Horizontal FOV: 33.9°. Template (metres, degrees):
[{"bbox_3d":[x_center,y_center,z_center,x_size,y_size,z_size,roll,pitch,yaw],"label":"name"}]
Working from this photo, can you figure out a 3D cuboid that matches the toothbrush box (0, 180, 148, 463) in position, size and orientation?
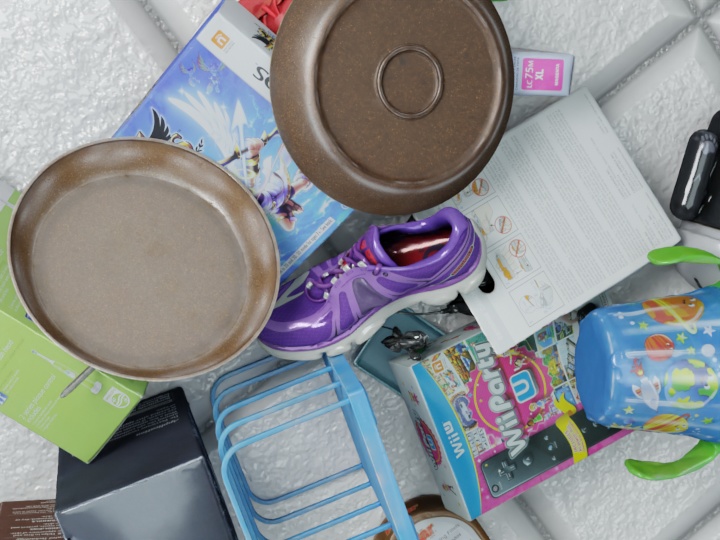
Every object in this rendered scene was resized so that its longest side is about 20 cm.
[{"bbox_3d":[-0.255,0.029,0.908,0.199,0.146,0.086,35,116,-17],"label":"toothbrush box"}]

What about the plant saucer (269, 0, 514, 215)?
[{"bbox_3d":[0.031,-0.140,0.879,0.198,0.034,0.202,-3,99,-18],"label":"plant saucer"}]

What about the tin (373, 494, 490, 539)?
[{"bbox_3d":[0.091,0.300,1.099,0.112,0.042,0.201,-38,105,-9],"label":"tin"}]

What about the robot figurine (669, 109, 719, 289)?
[{"bbox_3d":[0.353,-0.069,1.057,0.149,0.125,0.202,20,95,8],"label":"robot figurine"}]

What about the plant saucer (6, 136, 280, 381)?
[{"bbox_3d":[-0.158,-0.007,0.869,0.198,0.032,0.202,9,60,-16],"label":"plant saucer"}]

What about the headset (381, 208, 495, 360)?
[{"bbox_3d":[0.090,-0.007,1.015,0.124,0.094,0.200,46,74,-11],"label":"headset"}]

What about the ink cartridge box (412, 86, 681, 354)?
[{"bbox_3d":[0.153,-0.041,1.015,0.199,0.050,0.163,-30,85,-12],"label":"ink cartridge box"}]

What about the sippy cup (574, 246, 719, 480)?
[{"bbox_3d":[0.253,0.080,0.991,0.129,0.140,0.180,-1,72,-9],"label":"sippy cup"}]

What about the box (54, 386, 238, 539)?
[{"bbox_3d":[-0.156,0.224,0.944,0.116,0.200,0.198,-20,104,-9],"label":"box"}]

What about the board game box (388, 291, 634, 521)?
[{"bbox_3d":[0.144,0.108,1.048,0.199,0.064,0.149,-24,98,-16],"label":"board game box"}]

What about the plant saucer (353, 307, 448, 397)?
[{"bbox_3d":[0.089,0.106,1.076,0.199,0.019,0.070,34,90,-15],"label":"plant saucer"}]

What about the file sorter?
[{"bbox_3d":[-0.046,0.151,0.960,0.122,0.200,0.140,-20,103,-5],"label":"file sorter"}]

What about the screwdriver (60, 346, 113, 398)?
[{"bbox_3d":[-0.162,0.040,0.884,0.029,0.200,0.028,6,120,17],"label":"screwdriver"}]

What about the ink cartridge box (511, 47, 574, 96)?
[{"bbox_3d":[0.060,-0.167,0.972,0.198,0.119,0.042,2,102,-14],"label":"ink cartridge box"}]

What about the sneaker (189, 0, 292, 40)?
[{"bbox_3d":[-0.074,-0.196,0.937,0.078,0.115,0.201,39,88,-15],"label":"sneaker"}]

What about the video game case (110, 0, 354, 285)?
[{"bbox_3d":[-0.098,-0.083,0.942,0.181,0.046,0.200,39,118,-14],"label":"video game case"}]

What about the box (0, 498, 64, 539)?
[{"bbox_3d":[-0.253,0.257,0.926,0.074,0.200,0.101,0,99,-12],"label":"box"}]

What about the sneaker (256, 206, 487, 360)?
[{"bbox_3d":[0.000,0.000,0.933,0.199,0.081,0.084,-26,146,6],"label":"sneaker"}]
